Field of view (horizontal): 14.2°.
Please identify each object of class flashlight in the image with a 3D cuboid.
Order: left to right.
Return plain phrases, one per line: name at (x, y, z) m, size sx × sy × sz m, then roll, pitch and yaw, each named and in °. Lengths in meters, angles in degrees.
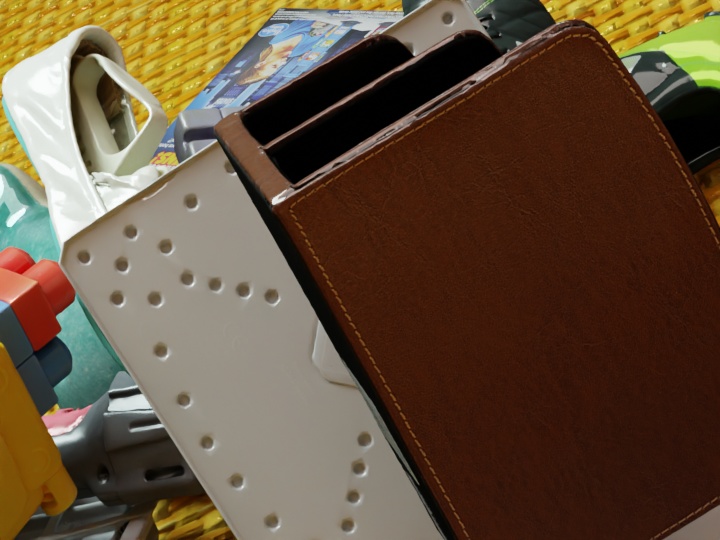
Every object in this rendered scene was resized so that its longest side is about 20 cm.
flashlight at (-0.156, 0.077, 1.295) m, size 0.199 × 0.068 × 0.068 m, roll -11°, pitch 10°, yaw 21°

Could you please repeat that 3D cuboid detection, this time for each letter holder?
letter holder at (0.059, 0.005, 1.087) m, size 0.142 × 0.201 × 0.101 m, roll -31°, pitch 24°, yaw -4°

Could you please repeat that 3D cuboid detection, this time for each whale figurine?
whale figurine at (-0.129, 0.015, 1.371) m, size 0.103 × 0.160 × 0.199 m, roll -25°, pitch 37°, yaw -39°

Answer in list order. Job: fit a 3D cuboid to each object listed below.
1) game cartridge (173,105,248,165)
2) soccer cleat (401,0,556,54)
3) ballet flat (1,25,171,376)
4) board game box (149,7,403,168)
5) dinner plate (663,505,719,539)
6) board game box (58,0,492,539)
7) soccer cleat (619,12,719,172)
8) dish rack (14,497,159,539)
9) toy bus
game cartridge at (0.000, 0.000, 1.281) m, size 0.129 × 0.039 × 0.201 m, roll -2°, pitch 45°, yaw -19°
soccer cleat at (0.066, -0.071, 1.300) m, size 0.067 × 0.081 × 0.201 m, roll -33°, pitch 64°, yaw 18°
ballet flat at (-0.106, -0.037, 1.270) m, size 0.069 × 0.070 × 0.200 m, roll -28°, pitch 50°, yaw 2°
board game box at (-0.040, -0.059, 1.540) m, size 0.200 × 0.062 × 0.200 m, roll -43°, pitch 28°, yaw -25°
dinner plate at (0.111, 0.121, 1.078) m, size 0.199 × 0.024 × 0.200 m, roll -23°, pitch 25°, yaw 12°
board game box at (0.010, 0.022, 1.183) m, size 0.199 × 0.201 × 0.026 m, roll -33°, pitch 1°, yaw -9°
soccer cleat at (0.105, -0.057, 1.362) m, size 0.199 × 0.068 × 0.081 m, roll -23°, pitch 39°, yaw 15°
dish rack at (-0.174, 0.159, 1.247) m, size 0.171 × 0.044 × 0.200 m, roll -13°, pitch 19°, yaw 16°
toy bus at (-0.213, 0.060, 1.217) m, size 0.199 × 0.136 × 0.192 m, roll 13°, pitch 48°, yaw 46°
